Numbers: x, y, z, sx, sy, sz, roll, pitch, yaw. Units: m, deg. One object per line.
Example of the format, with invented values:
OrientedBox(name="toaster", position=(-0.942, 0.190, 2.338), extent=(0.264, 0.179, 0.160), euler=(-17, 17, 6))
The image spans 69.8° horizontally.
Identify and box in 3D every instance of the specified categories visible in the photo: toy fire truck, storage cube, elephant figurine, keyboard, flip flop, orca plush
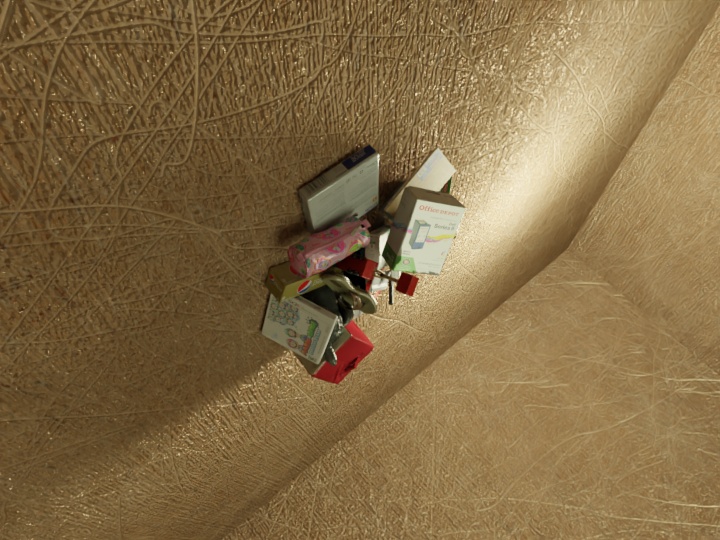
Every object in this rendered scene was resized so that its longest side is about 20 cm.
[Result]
OrientedBox(name="toy fire truck", position=(0.031, 0.002, 1.265), extent=(0.140, 0.199, 0.049), euler=(22, 89, -38))
OrientedBox(name="storage cube", position=(-0.096, 0.213, 1.554), extent=(0.171, 0.200, 0.180), euler=(-45, 151, 4))
OrientedBox(name="elephant figurine", position=(-0.088, 0.128, 1.413), extent=(0.141, 0.200, 0.156), euler=(-35, 155, -18))
OrientedBox(name="keyboard", position=(0.055, 0.028, 1.419), extent=(0.200, 0.011, 0.057), euler=(-4, 109, -76))
OrientedBox(name="flip flop", position=(-0.031, 0.068, 1.320), extent=(0.200, 0.081, 0.058), euler=(42, 51, -45))
OrientedBox(name="orca plush", position=(0.000, 0.000, 1.386), extent=(0.104, 0.071, 0.202), euler=(-1, 111, -28))

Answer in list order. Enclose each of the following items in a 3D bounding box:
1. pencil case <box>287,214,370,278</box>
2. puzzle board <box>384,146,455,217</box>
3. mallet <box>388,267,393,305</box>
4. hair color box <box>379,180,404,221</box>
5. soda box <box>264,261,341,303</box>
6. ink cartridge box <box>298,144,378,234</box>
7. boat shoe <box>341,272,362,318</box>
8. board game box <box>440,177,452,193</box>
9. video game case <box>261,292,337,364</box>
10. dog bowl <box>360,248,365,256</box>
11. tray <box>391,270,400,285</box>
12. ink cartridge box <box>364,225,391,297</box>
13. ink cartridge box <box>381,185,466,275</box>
OrientedBox(name="pencil case", position=(-0.068, -0.057, 1.185), extent=(0.199, 0.088, 0.088), euler=(-28, 152, -28))
OrientedBox(name="puzzle board", position=(0.154, -0.212, 1.331), extent=(0.200, 0.017, 0.150), euler=(-50, 151, 9))
OrientedBox(name="mallet", position=(0.094, 0.004, 1.560), extent=(0.041, 0.202, 0.066), euler=(0, 173, 6))
OrientedBox(name="hair color box", position=(0.139, -0.169, 1.461), extent=(0.099, 0.061, 0.200), euler=(-49, 157, 9))
OrientedBox(name="soda box", position=(-0.137, 0.010, 1.303), extent=(0.199, 0.068, 0.064), euler=(-22, 148, -41))
OrientedBox(name="ink cartridge box", position=(-0.043, -0.169, 1.192), extent=(0.196, 0.043, 0.200), euler=(-36, 159, -15))
OrientedBox(name="boat shoe", position=(-0.030, 0.057, 1.469), extent=(0.067, 0.073, 0.201), euler=(-34, 125, -42))
OrientedBox(name="board game box", position=(0.247, -0.182, 1.560), extent=(0.200, 0.029, 0.135), euler=(86, 16, -60))
OrientedBox(name="video game case", position=(-0.165, 0.144, 1.352), extent=(0.024, 0.181, 0.201), euler=(-57, 172, -46))
OrientedBox(name="dog bowl", position=(0.002, 0.011, 1.554), extent=(0.200, 0.050, 0.111), euler=(-53, 155, 21))
OrientedBox(name="tray", position=(0.113, -0.048, 1.498), extent=(0.200, 0.022, 0.108), euler=(-66, 159, -61))
OrientedBox(name="ink cartridge box", position=(0.057, -0.014, 1.430), extent=(0.161, 0.050, 0.202), euler=(-38, 128, -66))
OrientedBox(name="ink cartridge box", position=(0.157, -0.097, 1.302), extent=(0.144, 0.088, 0.201), euler=(7, 117, -23))
